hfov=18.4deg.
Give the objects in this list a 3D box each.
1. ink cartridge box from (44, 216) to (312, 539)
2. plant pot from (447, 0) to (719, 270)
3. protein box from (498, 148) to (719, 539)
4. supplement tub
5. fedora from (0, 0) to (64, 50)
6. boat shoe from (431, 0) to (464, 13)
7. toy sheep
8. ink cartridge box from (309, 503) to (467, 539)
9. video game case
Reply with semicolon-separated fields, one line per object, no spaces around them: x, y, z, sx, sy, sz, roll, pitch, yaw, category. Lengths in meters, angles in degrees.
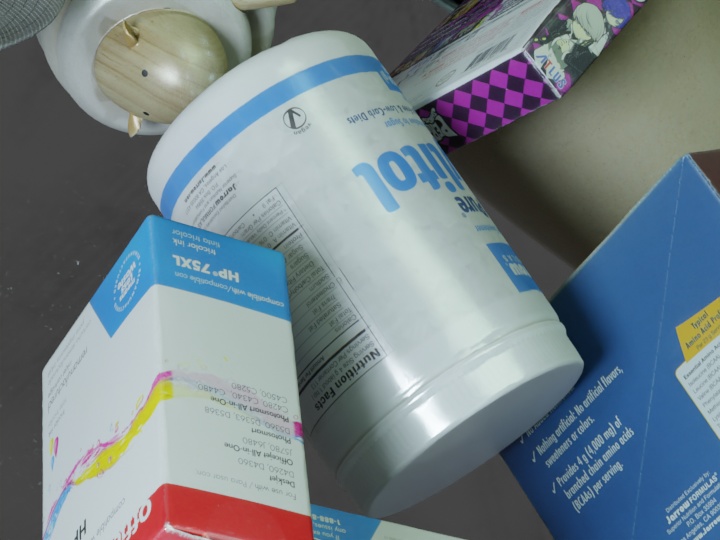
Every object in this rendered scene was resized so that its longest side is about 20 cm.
-0.078;0.094;0.910;0.067;0.116;0.201;17;43;-25;ink cartridge box
0.168;-0.057;1.229;0.200;0.187;0.188;48;38;-11;plant pot
0.194;0.074;1.083;0.134;0.199;0.201;-9;58;-45;protein box
0.000;0.000;1.055;0.131;0.132;0.201;-19;68;-46;supplement tub
-0.244;-0.133;1.032;0.199;0.091;0.177;37;37;8;fedora
0.117;-0.152;1.351;0.200;0.070;0.072;26;40;-5;boat shoe
-0.101;-0.140;1.122;0.137;0.138;0.201;18;29;-23;toy sheep
0.001;0.201;0.918;0.115;0.067;0.201;16;44;-24;ink cartridge box
0.082;-0.124;1.156;0.036;0.200;0.181;49;56;-11;video game case
